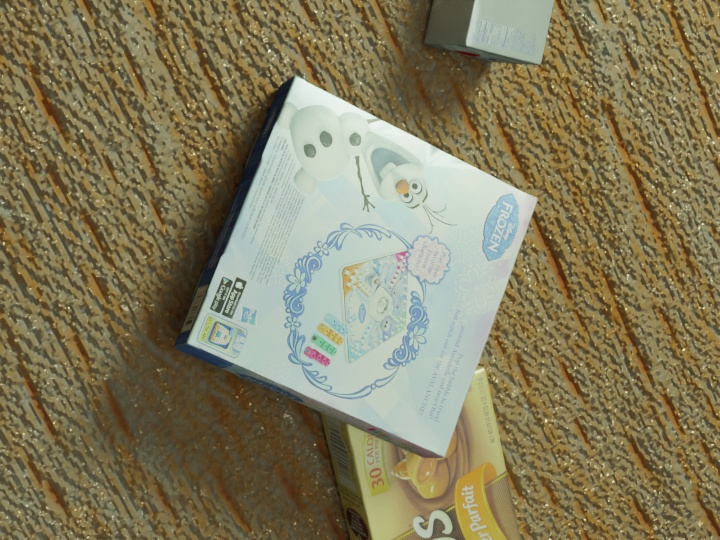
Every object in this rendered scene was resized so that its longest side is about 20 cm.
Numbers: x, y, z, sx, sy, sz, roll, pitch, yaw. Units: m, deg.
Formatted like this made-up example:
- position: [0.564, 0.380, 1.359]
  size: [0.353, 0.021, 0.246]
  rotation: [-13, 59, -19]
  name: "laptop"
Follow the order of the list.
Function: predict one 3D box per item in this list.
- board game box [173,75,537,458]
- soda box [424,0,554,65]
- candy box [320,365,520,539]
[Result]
- position: [0.000, 0.000, 1.136]
  size: [0.199, 0.043, 0.200]
  rotation: [25, 76, -16]
  name: "board game box"
- position: [0.105, -0.248, 1.160]
  size: [0.063, 0.068, 0.200]
  rotation: [10, 95, -25]
  name: "soda box"
- position: [0.050, 0.176, 1.210]
  size: [0.115, 0.055, 0.200]
  rotation: [-17, 104, -20]
  name: "candy box"
